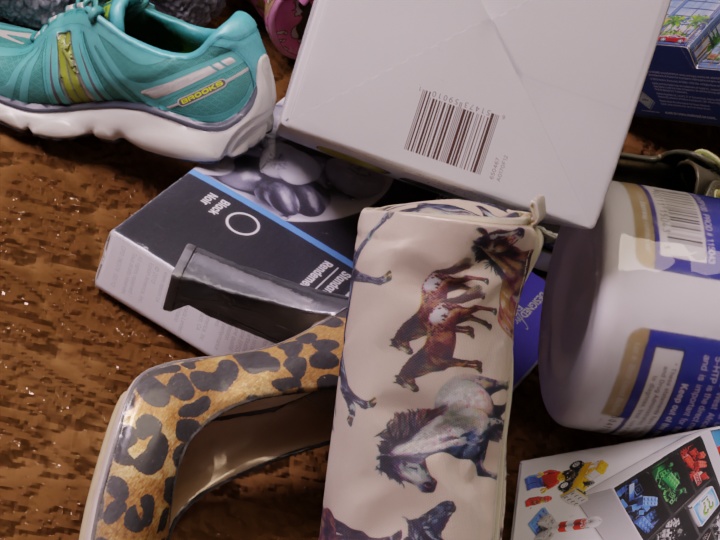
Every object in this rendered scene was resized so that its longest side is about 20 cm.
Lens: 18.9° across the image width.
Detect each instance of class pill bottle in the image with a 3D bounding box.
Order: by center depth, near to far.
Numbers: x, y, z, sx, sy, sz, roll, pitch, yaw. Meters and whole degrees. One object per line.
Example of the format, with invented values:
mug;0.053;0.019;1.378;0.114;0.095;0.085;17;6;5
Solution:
pill bottle;0.195;0.030;1.043;0.198;0.120;0.120;10;39;-9

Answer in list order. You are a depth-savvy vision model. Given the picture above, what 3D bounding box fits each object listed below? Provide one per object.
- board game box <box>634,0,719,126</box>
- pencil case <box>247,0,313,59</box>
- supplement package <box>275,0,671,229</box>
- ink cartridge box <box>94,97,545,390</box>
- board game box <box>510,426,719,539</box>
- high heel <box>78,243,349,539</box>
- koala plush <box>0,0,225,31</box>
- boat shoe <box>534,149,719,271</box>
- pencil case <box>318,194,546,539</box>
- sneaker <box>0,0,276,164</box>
board game box;0.256;-0.168;1.278;0.199;0.062;0.200;12;50;48
pencil case;-0.064;-0.212;1.301;0.086;0.083;0.200;-8;47;-38
supplement package;0.052;-0.114;1.044;0.151;0.152;0.200;18;1;-4
ink cartridge box;0.000;0.000;1.110;0.199;0.044;0.198;32;39;13
board game box;0.124;0.150;0.939;0.125;0.035;0.201;-11;34;18
high heel;-0.040;0.086;0.947;0.141;0.072;0.201;19;55;-1
koala plush;-0.157;-0.251;1.197;0.183;0.201;0.177;-12;48;-44
boat shoe;0.176;-0.034;1.211;0.200;0.061;0.072;2;39;-22
pencil case;0.032;0.064;0.928;0.089;0.202;0.078;6;0;2
sneaker;-0.133;-0.115;1.138;0.198;0.080;0.078;9;32;22
